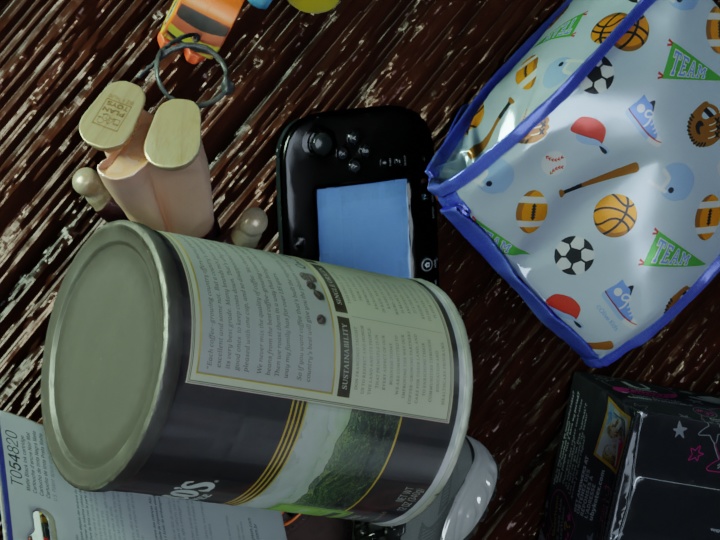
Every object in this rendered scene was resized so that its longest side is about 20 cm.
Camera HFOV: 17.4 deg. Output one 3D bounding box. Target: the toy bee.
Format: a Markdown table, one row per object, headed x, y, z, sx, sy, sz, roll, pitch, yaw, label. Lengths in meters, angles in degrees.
| x | y | z | sx | sy | sz | roll | pitch | yaw | label |
| --- | --- | --- | --- | --- | --- | --- | --- | --- | --- |
| -0.090 | -0.173 | 1.366 | 0.131 | 0.109 | 0.200 | 45 | 64 | -2 | toy bee |

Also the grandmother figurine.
| x | y | z | sx | sy | sz | roll | pitch | yaw | label |
| --- | --- | --- | --- | --- | --- | --- | --- | --- | --- |
| -0.111 | -0.030 | 1.346 | 0.121 | 0.200 | 0.061 | 26 | 67 | 22 | grandmother figurine |

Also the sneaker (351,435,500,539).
| x | y | z | sx | sy | sz | roll | pitch | yaw | label |
| --- | --- | --- | --- | --- | --- | --- | --- | --- | --- |
| 0.017 | 0.174 | 1.424 | 0.079 | 0.074 | 0.201 | 46 | 51 | -37 | sneaker |

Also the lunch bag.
| x | y | z | sx | sy | sz | roll | pitch | yaw | label |
| --- | --- | --- | --- | --- | --- | --- | --- | --- | --- |
| 0.153 | -0.065 | 1.439 | 0.170 | 0.124 | 0.200 | 45 | 77 | -20 | lunch bag |

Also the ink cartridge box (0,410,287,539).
| x | y | z | sx | sy | sz | roll | pitch | yaw | label |
| --- | --- | --- | --- | --- | --- | --- | --- | --- | --- |
| -0.118 | 0.181 | 1.287 | 0.199 | 0.200 | 0.041 | 23 | 122 | -29 | ink cartridge box |

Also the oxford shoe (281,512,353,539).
| x | y | z | sx | sy | sz | roll | pitch | yaw | label |
| --- | --- | --- | --- | --- | --- | --- | --- | --- | --- |
| -0.061 | 0.138 | 1.430 | 0.200 | 0.073 | 0.071 | 44 | 84 | -19 | oxford shoe |

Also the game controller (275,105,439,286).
| x | y | z | sx | sy | sz | roll | pitch | yaw | label |
| --- | --- | --- | --- | --- | --- | --- | --- | --- | --- |
| 0.000 | 0.000 | 1.443 | 0.104 | 0.042 | 0.201 | -6 | 101 | -16 | game controller |

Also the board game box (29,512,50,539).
| x | y | z | sx | sy | sz | roll | pitch | yaw | label |
| --- | --- | --- | --- | --- | --- | --- | --- | --- | --- |
| -0.116 | 0.192 | 1.393 | 0.199 | 0.126 | 0.035 | 31 | 101 | -20 | board game box |

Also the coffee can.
| x | y | z | sx | sy | sz | roll | pitch | yaw | label |
| --- | --- | --- | --- | --- | --- | --- | --- | --- | --- |
| -0.058 | 0.060 | 1.313 | 0.199 | 0.146 | 0.147 | 11 | 96 | -32 | coffee can |

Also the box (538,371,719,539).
| x | y | z | sx | sy | sz | roll | pitch | yaw | label |
| --- | --- | --- | --- | --- | --- | --- | --- | --- | --- |
| 0.230 | 0.152 | 1.503 | 0.199 | 0.115 | 0.133 | 10 | 98 | -18 | box |
